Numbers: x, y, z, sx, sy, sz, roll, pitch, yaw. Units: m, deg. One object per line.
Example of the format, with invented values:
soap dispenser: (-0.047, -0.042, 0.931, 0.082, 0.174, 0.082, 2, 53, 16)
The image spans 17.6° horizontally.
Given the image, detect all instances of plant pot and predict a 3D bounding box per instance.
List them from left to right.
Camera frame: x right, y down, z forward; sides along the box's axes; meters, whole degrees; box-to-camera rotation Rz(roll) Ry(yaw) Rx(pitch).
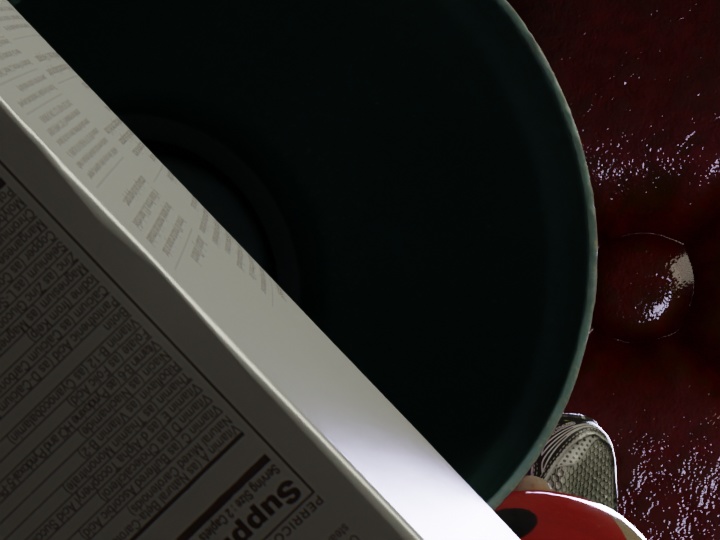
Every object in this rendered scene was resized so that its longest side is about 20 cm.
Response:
plant pot: (-0.047, -0.003, 0.698, 0.200, 0.200, 0.134, 46, -22, -10)

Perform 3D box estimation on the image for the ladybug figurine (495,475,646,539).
ladybug figurine: (0.045, 0.155, 0.785, 0.072, 0.135, 0.201, 36, 43, -35)

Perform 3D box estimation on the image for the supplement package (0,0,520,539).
supplement package: (-0.070, 0.063, 0.486, 0.200, 0.151, 0.152, 46, 3, -6)

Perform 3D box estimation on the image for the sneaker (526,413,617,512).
sneaker: (0.079, 0.151, 0.876, 0.078, 0.202, 0.085, 21, -24, -37)
